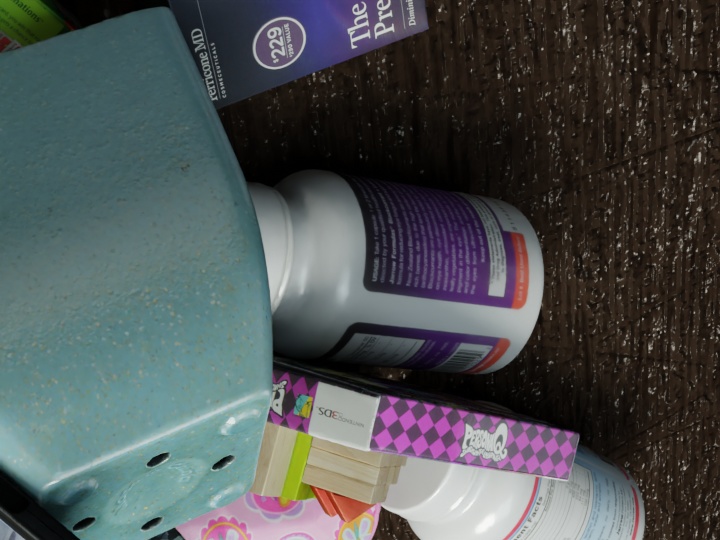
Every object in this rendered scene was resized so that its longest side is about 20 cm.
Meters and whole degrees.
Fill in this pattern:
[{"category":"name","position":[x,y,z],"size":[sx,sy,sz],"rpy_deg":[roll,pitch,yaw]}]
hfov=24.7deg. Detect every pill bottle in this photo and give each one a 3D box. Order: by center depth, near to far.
[{"category":"pill bottle","position":[0.000,0.000,0.974],"size":[0.200,0.111,0.112],"rpy_deg":[8,117,-34]},{"category":"pill bottle","position":[0.100,0.155,1.139],"size":[0.200,0.109,0.109],"rpy_deg":[28,105,-39]}]

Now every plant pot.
[{"category":"plant pot","position":[-0.143,0.029,0.804],"size":[0.196,0.200,0.196],"rpy_deg":[-21,154,-21]}]

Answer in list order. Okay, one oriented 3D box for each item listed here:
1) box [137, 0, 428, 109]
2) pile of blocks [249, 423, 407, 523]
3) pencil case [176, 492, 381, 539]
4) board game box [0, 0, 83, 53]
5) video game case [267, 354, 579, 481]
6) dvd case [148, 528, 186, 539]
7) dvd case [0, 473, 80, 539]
[{"category":"box","position":[-0.053,-0.199,0.832],"size":[0.141,0.079,0.200],"rpy_deg":[-21,129,-12]},{"category":"pile of blocks","position":[-0.072,0.113,0.993],"size":[0.200,0.082,0.062],"rpy_deg":[16,89,-5]},{"category":"pencil case","position":[-0.084,0.147,1.049],"size":[0.200,0.087,0.088],"rpy_deg":[0,121,-30]},{"category":"board game box","position":[-0.233,-0.136,0.789],"size":[0.102,0.048,0.200],"rpy_deg":[-45,132,4]},{"category":"video game case","position":[0.001,0.080,0.963],"size":[0.200,0.181,0.036],"rpy_deg":[16,86,-51]},{"category":"dvd case","position":[-0.148,0.175,0.951],"size":[0.022,0.200,0.146],"rpy_deg":[-16,129,-36]},{"category":"dvd case","position":[-0.201,0.123,0.753],"size":[0.018,0.200,0.143],"rpy_deg":[-38,160,-47]}]
